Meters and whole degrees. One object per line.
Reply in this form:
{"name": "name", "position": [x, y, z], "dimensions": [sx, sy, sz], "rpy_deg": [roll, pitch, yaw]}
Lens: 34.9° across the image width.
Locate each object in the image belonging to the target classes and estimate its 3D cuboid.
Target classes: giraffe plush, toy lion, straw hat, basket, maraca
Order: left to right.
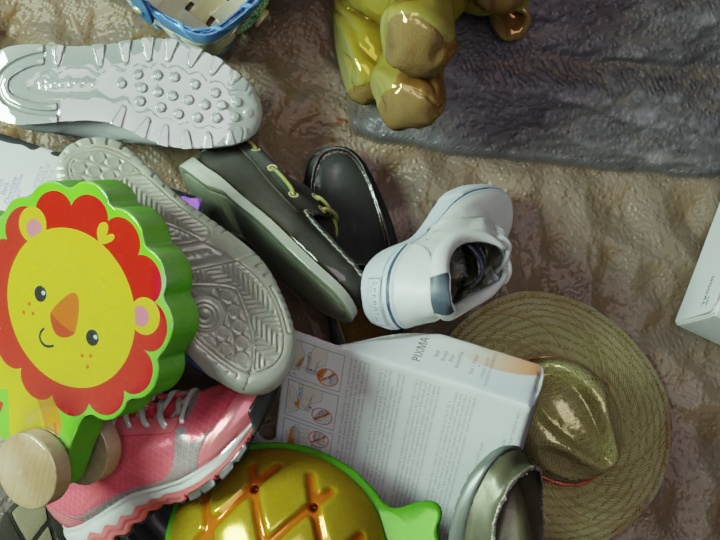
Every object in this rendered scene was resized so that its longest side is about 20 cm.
{"name": "toy lion", "position": [-0.194, 0.027, 0.693], "dimensions": [0.199, 0.069, 0.193], "rpy_deg": [30, 108, 21]}
{"name": "basket", "position": [-0.108, -0.252, 0.810], "dimensions": [0.139, 0.200, 0.177], "rpy_deg": [34, 83, 9]}
{"name": "maraca", "position": [-0.033, 0.189, 0.753], "dimensions": [0.199, 0.107, 0.138], "rpy_deg": [14, 80, 10]}
{"name": "giraffe plush", "position": [0.063, -0.218, 0.864], "dimensions": [0.161, 0.173, 0.201], "rpy_deg": [-15, 48, -17]}
{"name": "straw hat", "position": [0.146, 0.109, 0.836], "dimensions": [0.199, 0.085, 0.203], "rpy_deg": [1, 81, -5]}

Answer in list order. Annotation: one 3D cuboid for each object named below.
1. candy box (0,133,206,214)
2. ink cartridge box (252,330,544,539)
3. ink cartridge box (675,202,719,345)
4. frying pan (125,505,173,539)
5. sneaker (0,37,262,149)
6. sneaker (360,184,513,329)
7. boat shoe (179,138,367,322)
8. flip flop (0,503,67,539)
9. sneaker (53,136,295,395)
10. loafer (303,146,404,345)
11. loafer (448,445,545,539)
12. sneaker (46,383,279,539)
{"name": "candy box", "position": [-0.231, 0.002, 0.827], "dimensions": [0.199, 0.072, 0.169], "rpy_deg": [18, 80, -3]}
{"name": "ink cartridge box", "position": [0.014, 0.109, 0.803], "dimensions": [0.199, 0.163, 0.050], "rpy_deg": [19, 38, 12]}
{"name": "ink cartridge box", "position": [0.363, 0.012, 0.871], "dimensions": [0.199, 0.084, 0.145], "rpy_deg": [24, 79, -2]}
{"name": "frying pan", "position": [-0.110, 0.199, 0.824], "dimensions": [0.114, 0.031, 0.192], "rpy_deg": [-13, 95, 3]}
{"name": "sneaker", "position": [-0.170, -0.126, 0.843], "dimensions": [0.198, 0.081, 0.077], "rpy_deg": [8, 84, -1]}
{"name": "sneaker", "position": [0.076, -0.008, 0.807], "dimensions": [0.070, 0.200, 0.074], "rpy_deg": [4, 116, 29]}
{"name": "boat shoe", "position": [-0.053, -0.038, 0.813], "dimensions": [0.060, 0.072, 0.201], "rpy_deg": [-37, 51, -17]}
{"name": "flip flop", "position": [-0.185, 0.242, 0.798], "dimensions": [0.200, 0.058, 0.081], "rpy_deg": [47, 50, 11]}
{"name": "sneaker", "position": [-0.123, 0.013, 0.743], "dimensions": [0.200, 0.111, 0.077], "rpy_deg": [43, 62, 9]}
{"name": "loafer", "position": [0.000, 0.000, 0.847], "dimensions": [0.072, 0.072, 0.202], "rpy_deg": [-13, 82, -6]}
{"name": "loafer", "position": [0.102, 0.211, 0.726], "dimensions": [0.075, 0.069, 0.202], "rpy_deg": [-8, 101, -49]}
{"name": "sneaker", "position": [-0.142, 0.111, 0.745], "dimensions": [0.200, 0.074, 0.087], "rpy_deg": [-35, 105, 21]}
